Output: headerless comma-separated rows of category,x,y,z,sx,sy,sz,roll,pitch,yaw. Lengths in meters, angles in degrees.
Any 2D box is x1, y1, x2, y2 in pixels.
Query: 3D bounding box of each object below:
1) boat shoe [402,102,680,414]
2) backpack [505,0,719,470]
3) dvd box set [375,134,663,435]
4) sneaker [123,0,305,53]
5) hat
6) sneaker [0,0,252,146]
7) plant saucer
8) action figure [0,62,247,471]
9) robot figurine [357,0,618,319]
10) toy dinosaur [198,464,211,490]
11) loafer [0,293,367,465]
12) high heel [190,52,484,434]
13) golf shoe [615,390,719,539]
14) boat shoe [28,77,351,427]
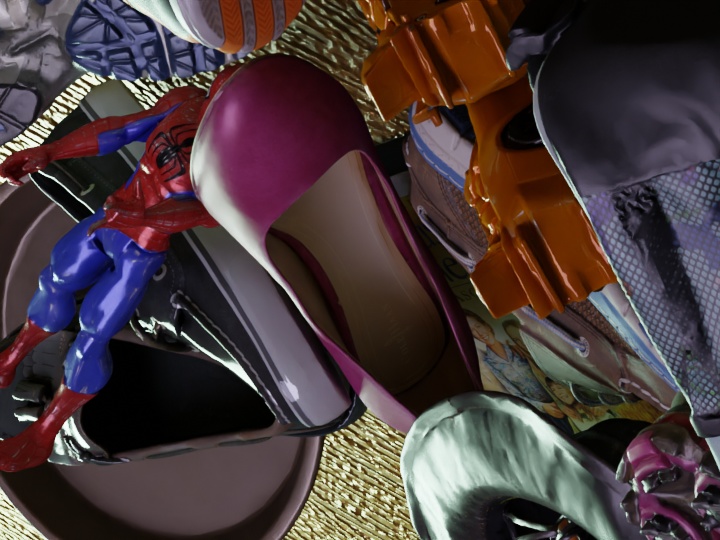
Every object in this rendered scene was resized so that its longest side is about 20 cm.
boat shoe,0.093,0.007,0.955,0.200,0.072,0.073,46,145,23
backpack,0.151,-0.016,0.759,0.150,0.178,0.201,-7,122,30
dvd box set,0.060,0.030,1.098,0.200,0.029,0.146,47,149,-19
sneaker,-0.079,-0.170,0.868,0.112,0.077,0.201,24,127,44
hat,0.106,0.115,0.995,0.200,0.081,0.201,39,147,32
sneaker,-0.093,-0.113,1.013,0.199,0.085,0.077,-16,120,30
plant saucer,-0.095,0.041,1.202,0.199,0.029,0.202,10,110,29
action figure,-0.107,-0.006,1.016,0.200,0.099,0.065,-49,62,30
robot figurine,0.032,-0.071,0.841,0.146,0.058,0.200,61,-174,-23
toy dinosaur,-0.116,0.053,1.287,0.135,0.086,0.200,42,147,3
loafer,-0.092,0.047,1.147,0.199,0.063,0.072,-5,101,32
high heel,0.000,0.000,0.978,0.096,0.067,0.200,46,166,27
golf shoe,0.172,0.105,0.855,0.200,0.092,0.072,52,147,-6
boat shoe,-0.070,0.001,1.087,0.200,0.056,0.069,51,178,40
